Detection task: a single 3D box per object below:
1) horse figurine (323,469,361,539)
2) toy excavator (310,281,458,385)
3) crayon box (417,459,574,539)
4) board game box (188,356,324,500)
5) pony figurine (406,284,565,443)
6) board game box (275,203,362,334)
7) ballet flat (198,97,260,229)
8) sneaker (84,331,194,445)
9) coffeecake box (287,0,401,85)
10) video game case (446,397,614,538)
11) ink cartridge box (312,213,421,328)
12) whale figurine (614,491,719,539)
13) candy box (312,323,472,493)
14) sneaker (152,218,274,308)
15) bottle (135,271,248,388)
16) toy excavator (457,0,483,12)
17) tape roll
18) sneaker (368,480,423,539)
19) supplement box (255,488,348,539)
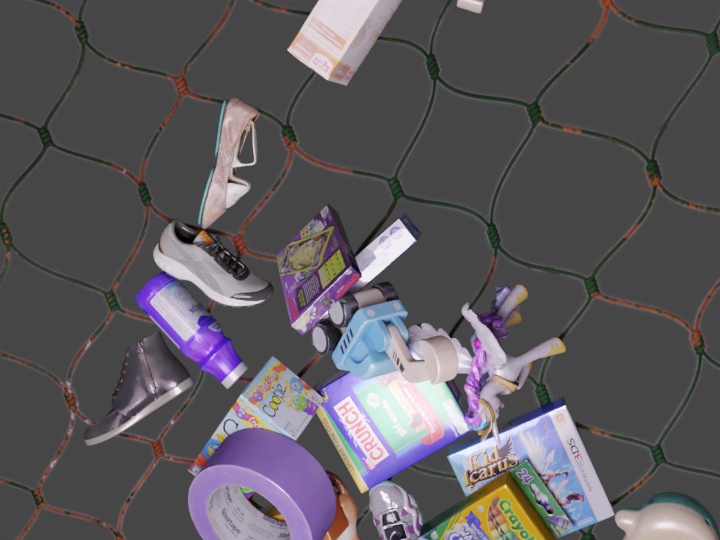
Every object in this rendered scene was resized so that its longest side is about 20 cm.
[{"bbox_3d":[-0.044,0.398,1.469,0.130,0.050,0.205,-4,101,17],"label":"horse figurine"},{"bbox_3d":[0.040,0.105,1.280,0.202,0.098,0.196,57,139,26],"label":"toy excavator"},{"bbox_3d":[0.199,0.388,1.384,0.199,0.052,0.127,-37,91,19],"label":"crayon box"},{"bbox_3d":[-0.156,0.245,1.398,0.102,0.105,0.201,38,127,2],"label":"board game box"},{"bbox_3d":[0.181,0.114,1.319,0.194,0.200,0.166,53,146,-11],"label":"pony figurine"},{"bbox_3d":[-0.064,-0.006,1.341,0.120,0.201,0.032,-40,119,11],"label":"board game box"},{"bbox_3d":[-0.192,-0.154,1.403,0.066,0.068,0.204,14,102,-1],"label":"ballet flat"},{"bbox_3d":[-0.368,0.187,1.481,0.198,0.075,0.107,-33,88,3],"label":"sneaker"},{"bbox_3d":[-0.004,-0.363,1.296,0.073,0.154,0.202,35,102,2],"label":"coffeecake box"},{"bbox_3d":[0.255,0.317,1.413,0.197,0.045,0.184,-25,93,12],"label":"video game case"},{"bbox_3d":[0.000,0.000,1.380,0.199,0.094,0.044,-42,91,12],"label":"ink cartridge box"},{"bbox_3d":[0.436,0.404,1.385,0.159,0.104,0.200,44,126,0],"label":"whale figurine"},{"bbox_3d":[0.045,0.206,1.412,0.198,0.077,0.171,-31,91,13],"label":"candy box"},{"bbox_3d":[-0.220,-0.009,1.414,0.197,0.074,0.080,26,119,4],"label":"sneaker"},{"bbox_3d":[-0.255,0.092,1.437,0.065,0.084,0.200,-43,89,12],"label":"bottle"},{"bbox_3d":[0.178,-0.481,1.262,0.098,0.195,0.204,18,73,5],"label":"toy excavator"},{"bbox_3d":[-0.138,0.330,1.320,0.196,0.085,0.204,12,121,20],"label":"tape roll"},{"bbox_3d":[0.065,0.424,1.408,0.077,0.140,0.203,-26,94,12],"label":"sneaker"},{"bbox_3d":[-0.120,0.396,1.437,0.197,0.069,0.068,-22,93,28],"label":"supplement box"}]
